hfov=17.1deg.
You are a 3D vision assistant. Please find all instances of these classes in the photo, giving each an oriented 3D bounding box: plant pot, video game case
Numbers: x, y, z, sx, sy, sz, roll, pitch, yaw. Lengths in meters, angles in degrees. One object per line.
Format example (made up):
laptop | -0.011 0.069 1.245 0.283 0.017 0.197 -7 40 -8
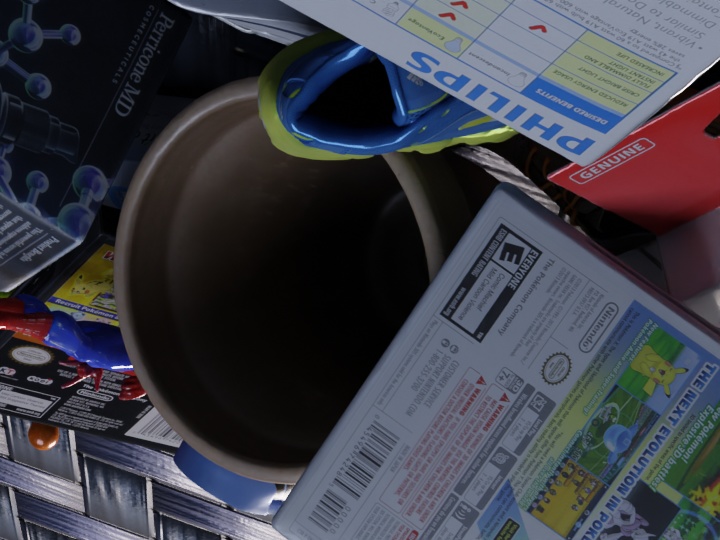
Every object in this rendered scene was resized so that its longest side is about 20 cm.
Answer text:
plant pot | 0.000 0.000 1.235 0.200 0.200 0.175 5 -174 31
video game case | 0.084 0.091 1.097 0.182 0.200 0.022 36 -164 7
video game case | -0.108 0.041 1.358 0.200 0.026 0.181 16 139 -33

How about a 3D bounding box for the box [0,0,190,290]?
box | -0.215 -0.110 1.230 0.200 0.149 0.107 33 151 -19

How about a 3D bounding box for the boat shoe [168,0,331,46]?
boat shoe | -0.005 -0.135 1.148 0.200 0.074 0.065 19 -176 -4

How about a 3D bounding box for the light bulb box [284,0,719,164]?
light bulb box | 0.069 -0.169 0.942 0.198 0.125 0.200 28 153 -11

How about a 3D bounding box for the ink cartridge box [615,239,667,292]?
ink cartridge box | 0.118 0.062 1.199 0.085 0.146 0.200 47 -163 10

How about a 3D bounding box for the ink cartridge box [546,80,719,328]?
ink cartridge box | 0.213 -0.039 1.051 0.200 0.045 0.176 -29 147 34

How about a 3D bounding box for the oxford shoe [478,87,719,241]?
oxford shoe | 0.106 -0.060 1.176 0.200 0.073 0.071 15 152 15

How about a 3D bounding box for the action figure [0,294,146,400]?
action figure | -0.125 0.043 1.266 0.200 0.052 0.065 6 -176 -36

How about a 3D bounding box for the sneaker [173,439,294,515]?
sneaker | -0.028 0.079 1.304 0.070 0.078 0.200 34 -164 21

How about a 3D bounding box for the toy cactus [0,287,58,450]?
toy cactus | -0.148 0.039 1.429 0.165 0.102 0.200 -1 147 22

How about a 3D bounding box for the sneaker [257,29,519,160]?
sneaker | 0.052 -0.086 1.069 0.200 0.105 0.076 -17 101 3

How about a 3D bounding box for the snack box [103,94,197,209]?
snack box | -0.103 -0.042 1.386 0.200 0.053 0.142 8 151 25
